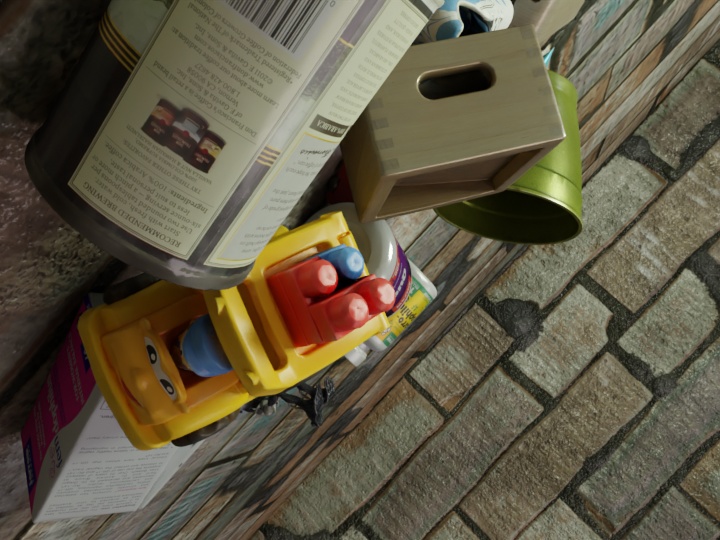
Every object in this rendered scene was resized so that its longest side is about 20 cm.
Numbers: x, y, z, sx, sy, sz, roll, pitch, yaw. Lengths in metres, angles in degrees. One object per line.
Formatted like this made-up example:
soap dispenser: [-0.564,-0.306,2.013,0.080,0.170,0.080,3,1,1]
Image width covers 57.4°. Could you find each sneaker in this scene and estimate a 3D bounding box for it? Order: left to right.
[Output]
sneaker: [0.110,-0.244,0.660,0.200,0.072,0.072,-29,156,-51]

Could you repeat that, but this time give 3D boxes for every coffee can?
coffee can: [-0.070,-0.111,0.369,0.200,0.146,0.146,-51,164,18]

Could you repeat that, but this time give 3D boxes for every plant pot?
plant pot: [0.214,-0.161,0.893,0.200,0.199,0.194,66,37,-74]

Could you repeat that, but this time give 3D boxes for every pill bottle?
pill bottle: [0.000,0.000,0.775,0.112,0.112,0.200,-46,163,0]
pill bottle: [0.034,0.074,1.193,0.200,0.113,0.113,-45,165,-3]

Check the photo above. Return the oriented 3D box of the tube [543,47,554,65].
tube: [0.229,-0.255,1.012,0.200,0.050,0.077,-47,175,-13]

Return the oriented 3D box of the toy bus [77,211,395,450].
toy bus: [-0.074,0.038,0.478,0.199,0.136,0.192,-27,-172,-36]

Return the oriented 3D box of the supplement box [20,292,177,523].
supplement box: [-0.225,0.128,0.601,0.103,0.101,0.200,8,128,-41]

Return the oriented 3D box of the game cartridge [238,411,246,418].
game cartridge: [-0.143,0.160,1.091,0.200,0.040,0.134,-39,160,-25]

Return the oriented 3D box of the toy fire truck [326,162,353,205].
toy fire truck: [0.049,-0.157,0.762,0.141,0.049,0.200,-32,161,-47]

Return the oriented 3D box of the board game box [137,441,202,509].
board game box: [-0.208,0.169,0.764,0.126,0.035,0.200,-48,-166,5]

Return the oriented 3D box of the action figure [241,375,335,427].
action figure: [-0.138,0.152,0.897,0.119,0.199,0.103,-32,126,-71]

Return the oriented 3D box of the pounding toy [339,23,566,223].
pounding toy: [0.084,-0.145,0.608,0.199,0.143,0.184,-13,173,-9]

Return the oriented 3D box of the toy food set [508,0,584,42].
toy food set: [0.245,-0.361,0.774,0.200,0.060,0.144,-43,166,-44]
